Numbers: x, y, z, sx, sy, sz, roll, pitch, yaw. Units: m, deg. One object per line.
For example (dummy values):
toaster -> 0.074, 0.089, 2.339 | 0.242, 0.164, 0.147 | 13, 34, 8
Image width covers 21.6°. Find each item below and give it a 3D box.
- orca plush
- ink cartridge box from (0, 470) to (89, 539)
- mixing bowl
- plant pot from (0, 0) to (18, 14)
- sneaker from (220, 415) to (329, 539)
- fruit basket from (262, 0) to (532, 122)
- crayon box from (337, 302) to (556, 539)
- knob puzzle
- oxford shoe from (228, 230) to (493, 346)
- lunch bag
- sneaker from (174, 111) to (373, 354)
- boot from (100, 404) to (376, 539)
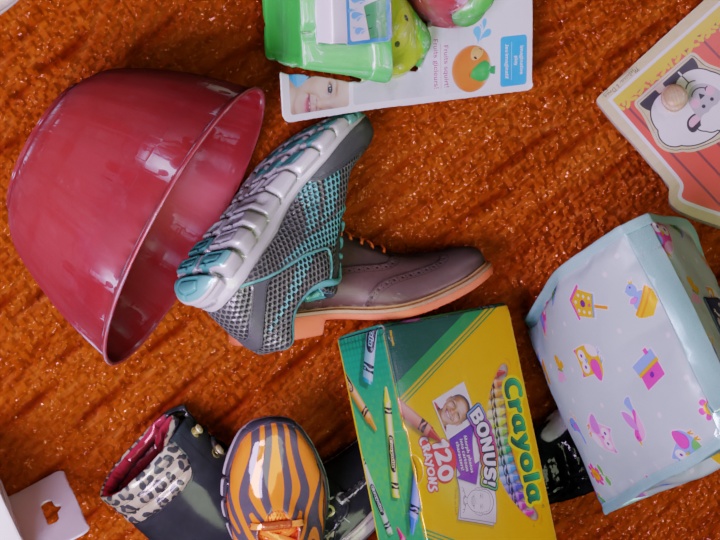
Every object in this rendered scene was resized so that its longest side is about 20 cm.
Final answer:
orca plush -> 0.159, 0.134, 1.406 | 0.198, 0.071, 0.106 | -10, 108, -16
ink cartridge box -> -0.289, 0.169, 1.242 | 0.199, 0.115, 0.068 | -25, 112, -11
mixing bowl -> -0.154, -0.053, 1.203 | 0.108, 0.200, 0.201 | 30, 95, 6
plant pot -> -0.256, -0.223, 1.106 | 0.199, 0.183, 0.202 | -5, 106, -17
sneaker -> -0.048, 0.204, 1.257 | 0.077, 0.112, 0.202 | -6, 106, -10
fruit basket -> 0.034, -0.200, 1.260 | 0.198, 0.094, 0.187 | -7, 105, -21
crayon box -> 0.064, 0.132, 1.324 | 0.118, 0.058, 0.202 | -9, 85, -38
knob puzzle -> 0.297, -0.111, 1.343 | 0.218, 0.030, 0.222 | -2, 77, 7
oxford shoe -> 0.000, 0.000, 1.318 | 0.198, 0.071, 0.073 | -12, 95, -21
lunch bag -> 0.205, 0.061, 1.304 | 0.121, 0.200, 0.171 | -20, 77, -14
sneaker -> -0.042, -0.024, 1.261 | 0.091, 0.077, 0.200 | 50, 56, -19
boot -> -0.068, 0.145, 1.334 | 0.203, 0.073, 0.154 | -43, 111, -4
